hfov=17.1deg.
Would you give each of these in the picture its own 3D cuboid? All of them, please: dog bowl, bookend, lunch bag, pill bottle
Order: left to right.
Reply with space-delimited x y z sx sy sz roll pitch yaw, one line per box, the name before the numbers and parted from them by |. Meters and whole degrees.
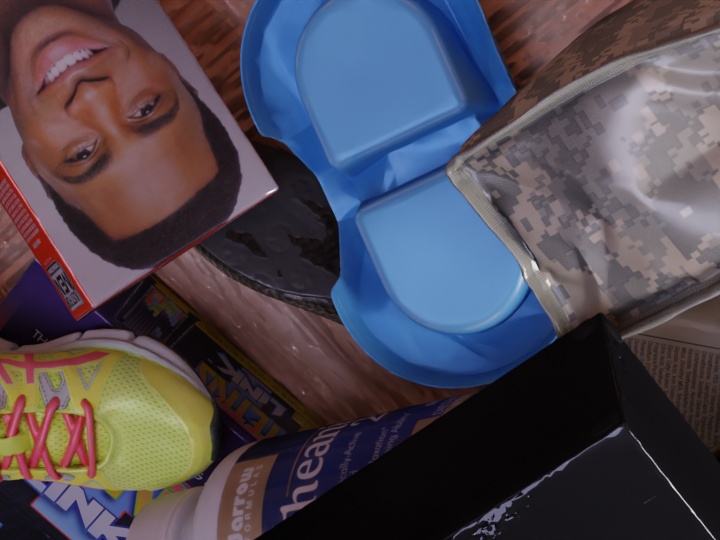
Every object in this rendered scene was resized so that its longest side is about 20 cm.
pill bottle | -0.003 0.121 1.051 0.200 0.111 0.111 -15 109 32
dog bowl | 0.026 -0.048 1.035 0.111 0.050 0.200 -24 88 16
bookend | 0.072 0.158 0.921 0.199 0.092 0.200 -35 110 15
lunch bag | 0.161 -0.070 0.936 0.200 0.164 0.118 -31 97 31

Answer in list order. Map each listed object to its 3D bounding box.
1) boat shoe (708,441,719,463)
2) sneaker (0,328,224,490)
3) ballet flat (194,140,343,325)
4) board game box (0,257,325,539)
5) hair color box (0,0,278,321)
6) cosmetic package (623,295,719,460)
boat shoe | 0.181 0.075 0.969 0.200 0.072 0.068 -41 87 25
sneaker | -0.162 0.072 1.108 0.200 0.090 0.078 7 114 15
ballet flat | 0.000 0.000 1.100 0.200 0.067 0.046 24 162 7
board game box | -0.116 0.099 1.188 0.200 0.057 0.165 40 123 -2
hair color box | -0.133 -0.090 1.041 0.200 0.101 0.061 57 164 -3
cosmetic package | 0.193 0.059 1.041 0.200 0.073 0.104 11 118 15
